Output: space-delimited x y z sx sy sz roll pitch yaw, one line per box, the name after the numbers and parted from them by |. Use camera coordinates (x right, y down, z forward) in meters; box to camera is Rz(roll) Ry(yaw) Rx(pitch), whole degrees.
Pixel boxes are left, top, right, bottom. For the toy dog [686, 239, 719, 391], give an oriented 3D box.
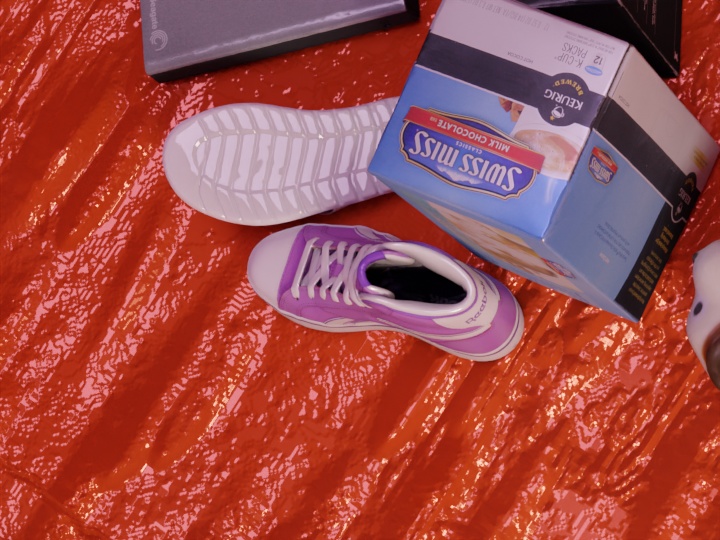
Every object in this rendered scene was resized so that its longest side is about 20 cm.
0.292 0.008 1.621 0.199 0.140 0.195 -20 104 15 | toy dog

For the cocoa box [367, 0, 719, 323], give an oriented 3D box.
0.117 -0.069 1.667 0.133 0.200 0.132 23 85 27 | cocoa box

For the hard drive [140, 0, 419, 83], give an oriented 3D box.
-0.061 -0.219 1.885 0.199 0.033 0.140 -12 70 20 | hard drive

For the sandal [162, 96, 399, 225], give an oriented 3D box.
-0.033 -0.073 1.822 0.201 0.050 0.083 -3 87 9 | sandal

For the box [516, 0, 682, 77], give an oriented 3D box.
0.157 -0.239 1.736 0.078 0.141 0.201 -3 73 25 | box

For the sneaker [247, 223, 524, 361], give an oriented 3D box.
0.000 -0.001 1.746 0.199 0.114 0.073 10 80 27 | sneaker
